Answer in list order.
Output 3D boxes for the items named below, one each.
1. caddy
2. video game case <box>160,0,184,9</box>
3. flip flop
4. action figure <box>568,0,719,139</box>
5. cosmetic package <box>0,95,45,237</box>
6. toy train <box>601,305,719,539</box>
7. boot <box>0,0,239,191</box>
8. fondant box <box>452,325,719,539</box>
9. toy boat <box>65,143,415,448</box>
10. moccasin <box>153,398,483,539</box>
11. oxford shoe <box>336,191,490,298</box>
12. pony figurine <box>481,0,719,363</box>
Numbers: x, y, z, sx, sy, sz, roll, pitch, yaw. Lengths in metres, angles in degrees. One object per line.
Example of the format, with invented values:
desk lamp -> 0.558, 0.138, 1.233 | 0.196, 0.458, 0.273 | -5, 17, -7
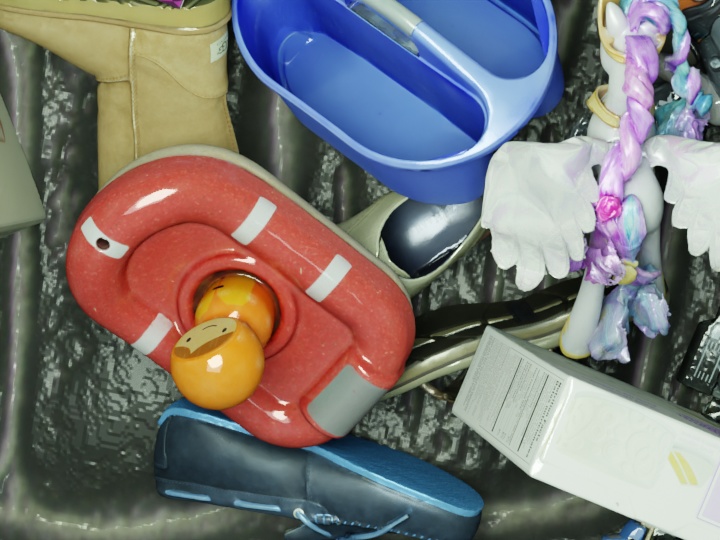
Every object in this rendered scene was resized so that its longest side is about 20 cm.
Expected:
caddy -> 0.022, -0.131, 1.556 | 0.200, 0.105, 0.142 | 36, 83, 23
video game case -> -0.158, -0.259, 1.534 | 0.199, 0.036, 0.182 | 24, 60, -6
flip flop -> 0.086, 0.049, 1.616 | 0.199, 0.081, 0.058 | -16, 107, 0
action figure -> 0.183, -0.126, 1.574 | 0.200, 0.105, 0.194 | -38, 98, 10
cosmetic package -> -0.254, -0.049, 1.567 | 0.103, 0.200, 0.088 | -19, 91, 4
toy train -> 0.184, 0.112, 1.627 | 0.046, 0.034, 0.201 | 22, 95, 6
boot -> -0.145, -0.076, 1.599 | 0.174, 0.066, 0.201 | 13, 123, 24
fondant box -> 0.141, 0.093, 1.488 | 0.144, 0.200, 0.058 | 23, 93, -12
toy boat -> -0.072, 0.028, 1.527 | 0.200, 0.131, 0.131 | 37, 119, -10
moccasin -> -0.025, 0.130, 1.632 | 0.199, 0.080, 0.069 | 17, 100, 17
oxford shoe -> 0.000, 0.000, 1.613 | 0.200, 0.074, 0.071 | -42, 90, 6
pony figurine -> 0.141, -0.044, 1.495 | 0.166, 0.200, 0.194 | 0, 51, -3
